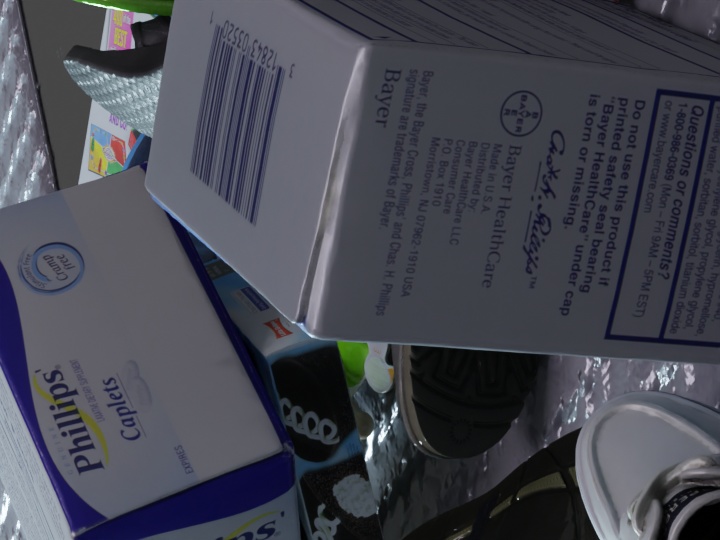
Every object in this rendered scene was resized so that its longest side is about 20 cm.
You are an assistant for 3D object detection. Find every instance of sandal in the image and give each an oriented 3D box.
[{"bbox_3d":[-0.085,-0.097,1.329,0.048,0.075,0.200,-54,26,-15],"label":"sandal"},{"bbox_3d":[0.073,0.117,1.059,0.201,0.057,0.080,-33,20,47],"label":"sandal"}]

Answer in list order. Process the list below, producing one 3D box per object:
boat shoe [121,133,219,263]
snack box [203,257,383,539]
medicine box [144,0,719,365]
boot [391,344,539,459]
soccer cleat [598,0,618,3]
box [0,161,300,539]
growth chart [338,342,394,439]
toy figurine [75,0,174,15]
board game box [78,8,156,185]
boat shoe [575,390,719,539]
[{"bbox_3d":[-0.083,-0.055,1.420,0.069,0.084,0.200,-114,33,-41],"label":"boat shoe"},{"bbox_3d":[-0.026,0.101,1.233,0.116,0.037,0.200,-138,31,-61],"label":"snack box"},{"bbox_3d":[0.047,-0.043,0.963,0.182,0.200,0.103,-142,61,-62],"label":"medicine box"},{"bbox_3d":[0.002,0.001,1.203,0.200,0.072,0.182,-12,67,54],"label":"boot"},{"bbox_3d":[0.014,-0.140,1.083,0.085,0.200,0.069,-47,14,44],"label":"soccer cleat"},{"bbox_3d":[-0.104,0.089,1.215,0.200,0.105,0.184,87,159,-51],"label":"box"},{"bbox_3d":[-0.002,-0.031,1.308,0.145,0.018,0.201,-135,52,-59],"label":"growth chart"},{"bbox_3d":[-0.095,-0.245,1.375,0.200,0.150,0.185,-110,24,-69],"label":"toy figurine"},{"bbox_3d":[-0.123,-0.058,1.560,0.153,0.040,0.200,-133,50,-59],"label":"board game box"},{"bbox_3d":[0.123,0.096,0.906,0.072,0.066,0.200,-38,39,6],"label":"boat shoe"}]
